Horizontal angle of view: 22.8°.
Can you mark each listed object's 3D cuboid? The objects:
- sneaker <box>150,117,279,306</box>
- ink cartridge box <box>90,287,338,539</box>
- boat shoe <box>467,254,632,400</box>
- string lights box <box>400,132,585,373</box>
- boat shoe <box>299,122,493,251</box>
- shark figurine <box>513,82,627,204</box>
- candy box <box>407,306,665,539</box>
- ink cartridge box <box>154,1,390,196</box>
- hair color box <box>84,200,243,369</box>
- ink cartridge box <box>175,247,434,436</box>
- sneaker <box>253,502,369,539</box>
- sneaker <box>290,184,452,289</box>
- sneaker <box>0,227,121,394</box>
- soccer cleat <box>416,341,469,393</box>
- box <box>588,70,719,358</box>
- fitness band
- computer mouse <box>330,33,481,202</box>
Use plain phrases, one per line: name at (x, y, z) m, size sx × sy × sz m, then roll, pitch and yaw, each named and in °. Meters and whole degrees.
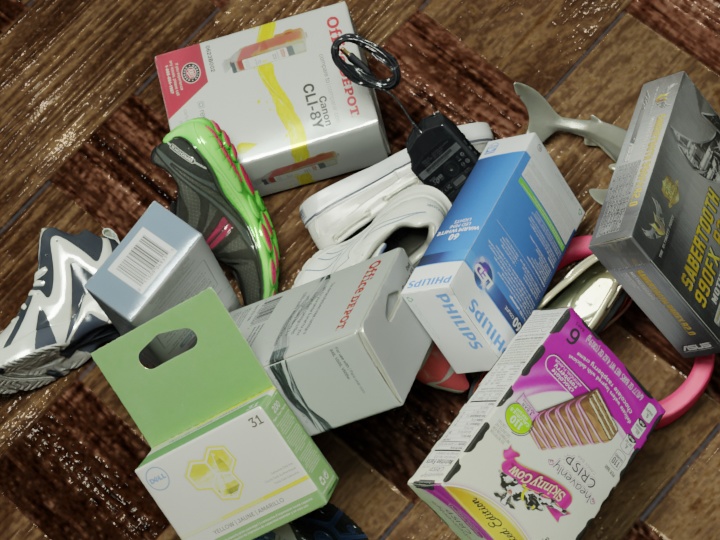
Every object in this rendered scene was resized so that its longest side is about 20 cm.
sneaker at (-0.133, -0.046, 1.667) m, size 0.083 × 0.077 × 0.201 m, roll -21°, pitch 108°, yaw 12°
ink cartridge box at (-0.130, 0.133, 1.503) m, size 0.145 × 0.048 × 0.201 m, roll -28°, pitch 103°, yaw 26°
boat shoe at (0.168, 0.061, 1.586) m, size 0.200 × 0.063 × 0.071 m, roll -44°, pitch 70°, yaw -5°
string lights box at (0.121, -0.017, 1.583) m, size 0.059 × 0.103 × 0.200 m, roll -8°, pitch 39°, yaw 41°
boat shoe at (0.042, -0.074, 1.691) m, size 0.199 × 0.072 × 0.066 m, roll -25°, pitch 77°, yaw -4°
shark figurine at (0.247, -0.116, 1.659) m, size 0.128 × 0.090 × 0.215 m, roll -28°, pitch 55°, yaw -26°
candy box at (0.151, 0.148, 1.499) m, size 0.136 × 0.061 × 0.200 m, roll 46°, pitch 67°, yaw -17°
ink cartridge box at (-0.085, -0.160, 1.737) m, size 0.199 × 0.083 × 0.146 m, roll -16°, pitch 66°, yaw 2°
hair color box at (-0.171, 0.029, 1.610) m, size 0.060 × 0.200 × 0.099 m, roll 34°, pitch 76°, yaw 21°
ink cartridge box at (-0.042, 0.075, 1.561) m, size 0.199 × 0.083 × 0.147 m, roll -21°, pitch 22°, yaw 30°
sneaker at (-0.068, 0.240, 1.589) m, size 0.199 × 0.076 × 0.077 m, roll 35°, pitch 117°, yaw 10°
sneaker at (0.000, 0.000, 1.632) m, size 0.074 × 0.087 × 0.200 m, roll 44°, pitch 105°, yaw -7°
sneaker at (-0.300, 0.026, 1.699) m, size 0.198 × 0.080 × 0.130 m, roll -28°, pitch 65°, yaw -3°
soccer cleat at (0.094, 0.019, 1.655) m, size 0.073 × 0.068 × 0.201 m, roll 30°, pitch 62°, yaw -16°
box at (0.286, -0.050, 1.572) m, size 0.048 × 0.158 × 0.201 m, roll -14°, pitch 40°, yaw 42°
fitness band at (0.233, 0.054, 1.628) m, size 0.143 × 0.037 × 0.200 m, roll -37°, pitch 66°, yaw -4°
computer mouse at (0.048, -0.141, 1.641) m, size 0.059 × 0.034 × 0.200 m, roll -37°, pitch 98°, yaw 26°
